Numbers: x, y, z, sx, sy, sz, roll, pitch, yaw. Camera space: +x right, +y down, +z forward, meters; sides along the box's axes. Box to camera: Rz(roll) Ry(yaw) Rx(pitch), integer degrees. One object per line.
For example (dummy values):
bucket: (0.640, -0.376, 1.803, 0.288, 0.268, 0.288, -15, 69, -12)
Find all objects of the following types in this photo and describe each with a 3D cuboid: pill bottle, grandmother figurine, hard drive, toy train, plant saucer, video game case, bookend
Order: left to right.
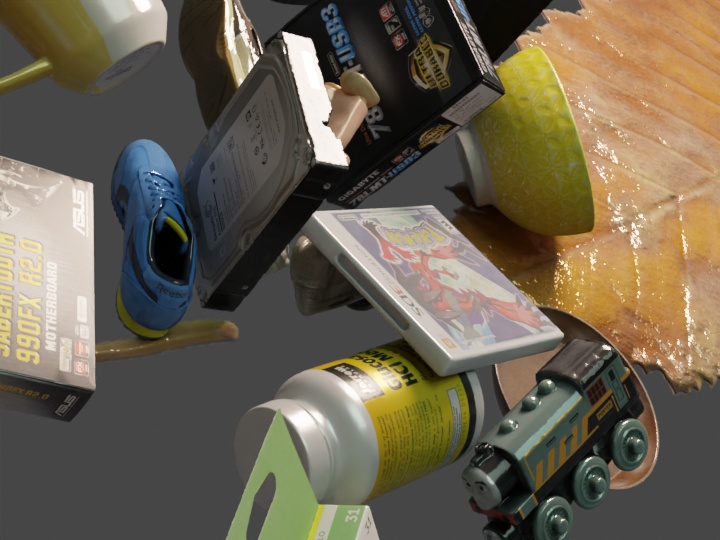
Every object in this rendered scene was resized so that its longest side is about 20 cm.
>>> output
hard drive: (-0.087, -0.078, 1.165, 0.038, 0.200, 0.141, 8, 52, -32)
grandmother figurine: (-0.056, -0.081, 1.263, 0.060, 0.121, 0.201, 33, 65, -13)
pill bottle: (-0.001, 0.124, 1.128, 0.199, 0.112, 0.113, -15, 66, -47)
bookend: (0.073, -0.263, 1.464, 0.199, 0.199, 0.093, -13, 66, -45)
video game case: (0.065, 0.011, 1.218, 0.182, 0.023, 0.199, 46, 26, 23)
toy train: (0.166, 0.150, 1.217, 0.200, 0.085, 0.115, -39, 116, -26)
plant saucer: (0.200, 0.126, 1.360, 0.199, 0.035, 0.202, 22, 45, -23)

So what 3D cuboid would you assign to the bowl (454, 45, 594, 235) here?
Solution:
bowl: (0.159, -0.120, 1.465, 0.107, 0.201, 0.202, -17, 59, -1)

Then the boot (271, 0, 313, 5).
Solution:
boot: (-0.112, -0.370, 1.494, 0.202, 0.073, 0.155, 11, 54, -29)

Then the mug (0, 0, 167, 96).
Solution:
mug: (-0.259, -0.226, 1.228, 0.154, 0.186, 0.149, 55, 7, 0)

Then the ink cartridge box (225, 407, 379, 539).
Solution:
ink cartridge box: (-0.031, 0.216, 0.983, 0.146, 0.047, 0.201, -70, 152, -48)

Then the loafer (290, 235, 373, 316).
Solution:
loafer: (0.000, 0.000, 1.283, 0.069, 0.071, 0.199, 16, 14, 32)

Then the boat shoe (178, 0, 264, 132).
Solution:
boat shoe: (-0.124, -0.199, 1.351, 0.065, 0.073, 0.202, 20, 48, -42)

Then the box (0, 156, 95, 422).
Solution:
box: (-0.277, 0.002, 1.052, 0.157, 0.048, 0.201, 17, 46, -29)

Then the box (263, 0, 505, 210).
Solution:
box: (0.018, -0.194, 1.356, 0.050, 0.198, 0.201, 21, 41, -53)

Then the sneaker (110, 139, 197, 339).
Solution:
sneaker: (-0.162, -0.042, 1.167, 0.065, 0.079, 0.201, 15, 46, -27)
